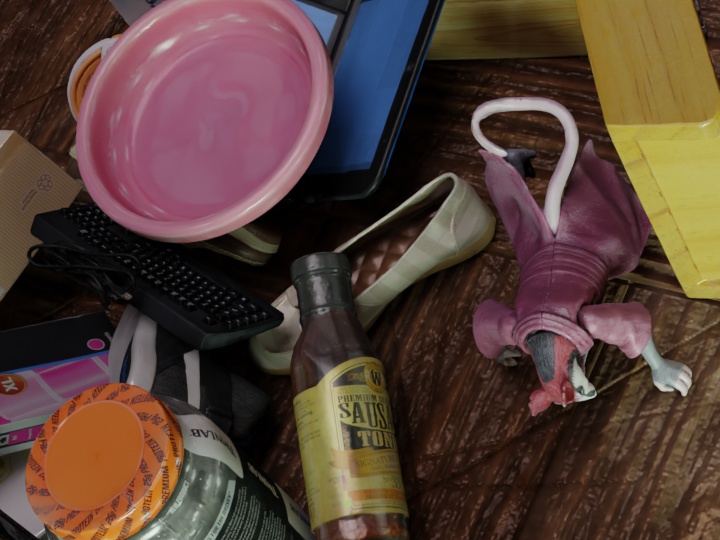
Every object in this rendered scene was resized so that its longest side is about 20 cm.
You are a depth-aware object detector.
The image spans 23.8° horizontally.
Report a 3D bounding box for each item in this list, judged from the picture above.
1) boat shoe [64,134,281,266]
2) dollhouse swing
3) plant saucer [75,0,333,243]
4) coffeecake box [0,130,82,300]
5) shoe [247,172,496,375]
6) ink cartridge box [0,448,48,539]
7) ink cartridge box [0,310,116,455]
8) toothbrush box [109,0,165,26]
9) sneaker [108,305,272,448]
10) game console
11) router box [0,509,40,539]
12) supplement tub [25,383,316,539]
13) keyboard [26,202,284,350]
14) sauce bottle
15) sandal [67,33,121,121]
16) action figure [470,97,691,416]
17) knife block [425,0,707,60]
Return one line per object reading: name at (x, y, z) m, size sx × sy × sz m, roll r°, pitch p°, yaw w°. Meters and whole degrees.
boat shoe at (-0.146, -0.037, 1.291) m, size 0.202 × 0.075 × 0.075 m, roll 28°, pitch 100°, yaw 34°
dollhouse swing at (0.248, -0.096, 1.038) m, size 0.176 × 0.200 × 0.182 m, roll -19°, pitch 53°, yaw 16°
plant saucer at (-0.106, -0.108, 1.220) m, size 0.200 × 0.051 × 0.201 m, roll -10°, pitch 64°, yaw 21°
coffeecake box at (-0.322, -0.030, 1.314) m, size 0.200 × 0.073 × 0.154 m, roll 9°, pitch 62°, yaw 57°
shoe at (0.000, 0.000, 1.193) m, size 0.200 × 0.053 × 0.070 m, roll -35°, pitch 52°, yaw 2°
ink cartridge box at (-0.287, 0.181, 1.225) m, size 0.200 × 0.048 × 0.146 m, roll -37°, pitch 51°, yaw -3°
ink cartridge box at (-0.253, 0.086, 1.203) m, size 0.200 × 0.037 × 0.095 m, roll -14°, pitch 44°, yaw -30°
toothbrush box at (-0.120, -0.276, 1.373) m, size 0.200 × 0.146 × 0.085 m, roll -33°, pitch 51°, yaw 2°
sneaker at (-0.116, 0.072, 1.197) m, size 0.073 × 0.112 × 0.200 m, roll -56°, pitch 16°, yaw 24°
game console at (-0.043, -0.158, 1.252) m, size 0.170 × 0.118 × 0.200 m, roll 20°, pitch 75°, yaw -1°
router box at (-0.209, 0.214, 1.064) m, size 0.052 × 0.200 × 0.157 m, roll -42°, pitch 50°, yaw -5°
supplement tub at (-0.114, 0.157, 1.055) m, size 0.122 × 0.200 × 0.123 m, roll -12°, pitch 55°, yaw 18°
keyboard at (-0.150, -0.007, 1.179) m, size 0.200 × 0.040 × 0.104 m, roll 30°, pitch 36°, yaw 35°
sauce bottle at (-0.013, 0.086, 1.110) m, size 0.066 × 0.066 × 0.200 m, roll -16°, pitch 70°, yaw 16°
sandal at (-0.144, -0.150, 1.338) m, size 0.206 × 0.079 × 0.059 m, roll -11°, pitch 25°, yaw 18°
action figure at (0.134, 0.003, 1.075) m, size 0.134 × 0.149 × 0.200 m, roll -5°, pitch 44°, yaw 17°
knife block at (0.150, -0.194, 1.251) m, size 0.200 × 0.175 × 0.064 m, roll -43°, pitch 26°, yaw 60°
